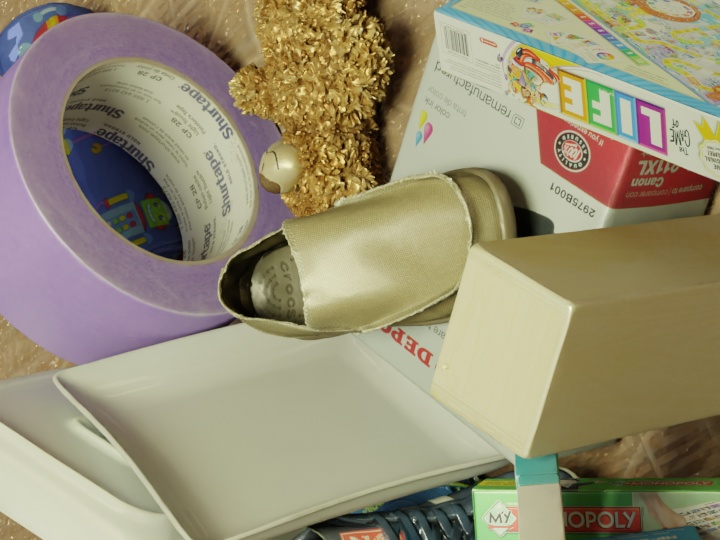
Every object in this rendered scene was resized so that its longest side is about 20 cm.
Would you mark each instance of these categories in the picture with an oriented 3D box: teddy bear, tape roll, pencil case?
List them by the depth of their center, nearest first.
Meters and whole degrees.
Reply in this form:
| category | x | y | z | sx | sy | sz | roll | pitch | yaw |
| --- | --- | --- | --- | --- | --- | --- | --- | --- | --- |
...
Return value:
| category | x | y | z | sx | sy | sz | roll | pitch | yaw |
| --- | --- | --- | --- | --- | --- | --- | --- | --- | --- |
| teddy bear | -0.030 | -0.120 | 1.191 | 0.145 | 0.067 | 0.201 | 26 | 114 | 44 |
| tape roll | -0.139 | -0.046 | 1.222 | 0.085 | 0.199 | 0.201 | -36 | 71 | 43 |
| pencil case | -0.174 | -0.077 | 1.341 | 0.087 | 0.078 | 0.201 | -48 | 63 | 52 |

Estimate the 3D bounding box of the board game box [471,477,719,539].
| category | x | y | z | sx | sy | sz | roll | pitch | yaw |
| --- | --- | --- | --- | --- | --- | --- | --- | --- | --- |
| board game box | 0.157 | 0.170 | 1.007 | 0.199 | 0.029 | 0.135 | -2 | 95 | 20 |

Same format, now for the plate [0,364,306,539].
| category | x | y | z | sx | sy | sz | roll | pitch | yaw |
| --- | --- | --- | --- | --- | --- | --- | --- | --- | --- |
| plate | -0.132 | 0.104 | 1.144 | 0.199 | 0.199 | 0.032 | 29 | 107 | 24 |

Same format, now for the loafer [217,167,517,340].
| category | x | y | z | sx | sy | sz | roll | pitch | yaw |
| --- | --- | --- | --- | --- | --- | --- | --- | --- | --- |
| loafer | 0.000 | 0.000 | 1.058 | 0.200 | 0.067 | 0.076 | -24 | 78 | 47 |

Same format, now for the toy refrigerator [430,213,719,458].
| category | x | y | z | sx | sy | sz | roll | pitch | yaw |
| --- | --- | --- | --- | --- | --- | --- | --- | --- | --- |
| toy refrigerator | 0.127 | 0.024 | 0.952 | 0.070 | 0.199 | 0.076 | 33 | 118 | 38 |

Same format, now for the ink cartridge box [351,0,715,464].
| category | x | y | z | sx | sy | sz | roll | pitch | yaw |
| --- | --- | --- | --- | --- | --- | --- | --- | --- | --- |
| ink cartridge box | 0.089 | -0.021 | 1.070 | 0.146 | 0.083 | 0.201 | 37 | 121 | 36 |

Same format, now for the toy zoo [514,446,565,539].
| category | x | y | z | sx | sy | sz | roll | pitch | yaw |
| --- | --- | --- | --- | --- | --- | --- | --- | --- | --- |
| toy zoo | 0.081 | 0.148 | 0.897 | 0.020 | 0.200 | 0.132 | -3 | 111 | 4 |

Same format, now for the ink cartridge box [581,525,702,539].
| category | x | y | z | sx | sy | sz | roll | pitch | yaw |
| --- | --- | --- | --- | --- | --- | --- | --- | --- | --- |
| ink cartridge box | 0.129 | 0.190 | 0.893 | 0.067 | 0.200 | 0.116 | -7 | 94 | 4 |

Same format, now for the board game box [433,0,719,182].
| category | x | y | z | sx | sy | sz | roll | pitch | yaw |
| --- | --- | --- | --- | --- | --- | --- | --- | --- | --- |
| board game box | 0.151 | -0.107 | 0.953 | 0.200 | 0.134 | 0.034 | 27 | 139 | 41 |

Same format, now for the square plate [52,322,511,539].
| category | x | y | z | sx | sy | sz | roll | pitch | yaw |
| --- | --- | --- | --- | --- | --- | --- | --- | --- | --- |
| square plate | -0.040 | 0.083 | 1.115 | 0.198 | 0.199 | 0.029 | 39 | 137 | 51 |

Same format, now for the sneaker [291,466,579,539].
| category | x | y | z | sx | sy | sz | roll | pitch | yaw |
| --- | --- | --- | --- | --- | --- | --- | --- | --- | --- |
| sneaker | 0.023 | 0.150 | 1.074 | 0.199 | 0.085 | 0.075 | -27 | 54 | 14 |

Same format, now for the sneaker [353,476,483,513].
| category | x | y | z | sx | sy | sz | roll | pitch | yaw |
| --- | --- | --- | --- | --- | --- | --- | --- | --- | --- |
| sneaker | 0.050 | 0.148 | 1.145 | 0.199 | 0.076 | 0.106 | 8 | 102 | 46 |
